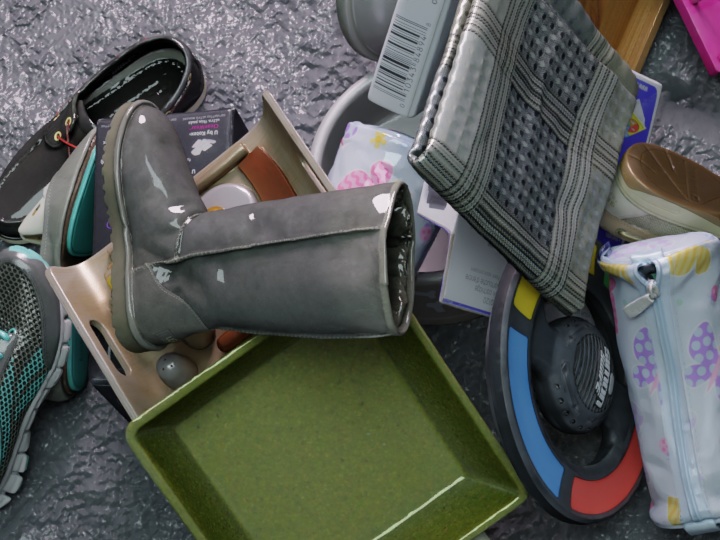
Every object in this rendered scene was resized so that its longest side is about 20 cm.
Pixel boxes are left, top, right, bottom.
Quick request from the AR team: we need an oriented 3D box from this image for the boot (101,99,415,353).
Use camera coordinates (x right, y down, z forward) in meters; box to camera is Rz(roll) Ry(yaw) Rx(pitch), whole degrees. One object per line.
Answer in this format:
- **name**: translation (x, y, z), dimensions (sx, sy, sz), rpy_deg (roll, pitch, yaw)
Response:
- **boot**: translation (-0.064, -0.035, 1.531), dimensions (0.199, 0.072, 0.183), rpy_deg (-11, 80, 30)

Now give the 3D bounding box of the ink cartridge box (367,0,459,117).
- **ink cartridge box**: translation (0.084, -0.222, 1.663), dimensions (0.043, 0.200, 0.197), rpy_deg (24, 116, 14)

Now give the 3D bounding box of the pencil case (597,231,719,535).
- **pencil case**: translation (0.217, 0.073, 1.619), dimensions (0.083, 0.091, 0.201), rpy_deg (-12, 100, 3)

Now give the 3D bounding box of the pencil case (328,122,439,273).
- **pencil case**: translation (0.000, 0.000, 1.656), dimensions (0.090, 0.083, 0.201), rpy_deg (21, 88, 1)

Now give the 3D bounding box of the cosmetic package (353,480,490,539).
- **cosmetic package**: translation (0.074, 0.248, 1.629), dimensions (0.105, 0.071, 0.200), rpy_deg (-35, 69, -4)

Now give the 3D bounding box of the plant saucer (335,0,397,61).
- **plant saucer**: translation (0.063, -0.234, 1.730), dimensions (0.050, 0.200, 0.200), rpy_deg (31, 77, 29)

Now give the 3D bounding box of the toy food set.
- **toy food set**: translation (-0.101, -0.005, 1.606), dimensions (0.200, 0.060, 0.144), rpy_deg (-38, 66, 6)

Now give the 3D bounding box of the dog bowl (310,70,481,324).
- **dog bowl**: translation (0.051, -0.064, 1.751), dimensions (0.199, 0.059, 0.201), rpy_deg (-3, 71, 8)

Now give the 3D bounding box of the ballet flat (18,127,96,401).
- **ballet flat**: translation (-0.223, -0.007, 1.747), dimensions (0.063, 0.067, 0.201), rpy_deg (7, 90, 15)

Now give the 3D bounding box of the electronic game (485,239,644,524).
- **electronic game**: translation (0.145, 0.071, 1.624), dimensions (0.041, 0.200, 0.201), rpy_deg (-9, 67, 35)

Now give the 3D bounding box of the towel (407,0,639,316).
- **towel**: translation (0.116, -0.100, 1.571), dimensions (0.034, 0.192, 0.201), rpy_deg (-9, 52, 39)

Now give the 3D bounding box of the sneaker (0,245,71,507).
- **sneaker**: translation (-0.263, 0.082, 1.688), dimensions (0.077, 0.091, 0.201), rpy_deg (18, 102, 22)

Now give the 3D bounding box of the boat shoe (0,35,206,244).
- **boat shoe**: translation (-0.203, -0.101, 1.801), dimensions (0.201, 0.063, 0.074), rpy_deg (-40, 73, -5)

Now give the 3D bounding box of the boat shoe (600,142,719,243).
- **boat shoe**: translation (0.255, -0.021, 1.684), dimensions (0.199, 0.065, 0.072), rpy_deg (23, 40, -16)

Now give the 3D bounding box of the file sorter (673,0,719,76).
- **file sorter**: translation (0.285, -0.268, 1.702), dimensions (0.139, 0.125, 0.201), rpy_deg (-26, 90, -20)

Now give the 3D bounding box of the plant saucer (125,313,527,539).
- **plant saucer**: translation (-0.024, 0.122, 1.587), dimensions (0.200, 0.048, 0.200), rpy_deg (-35, 104, -4)

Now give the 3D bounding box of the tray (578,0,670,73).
- **tray**: translation (0.178, -0.206, 1.763), dimensions (0.037, 0.098, 0.201), rpy_deg (6, 66, 52)

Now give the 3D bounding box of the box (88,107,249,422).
- **box**: translation (-0.127, 0.001, 1.718), dimensions (0.105, 0.122, 0.201), rpy_deg (-4, 69, 10)

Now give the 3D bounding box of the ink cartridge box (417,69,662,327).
- **ink cartridge box**: translation (0.120, -0.060, 1.661), dimensions (0.043, 0.198, 0.201), rpy_deg (9, 84, 41)
